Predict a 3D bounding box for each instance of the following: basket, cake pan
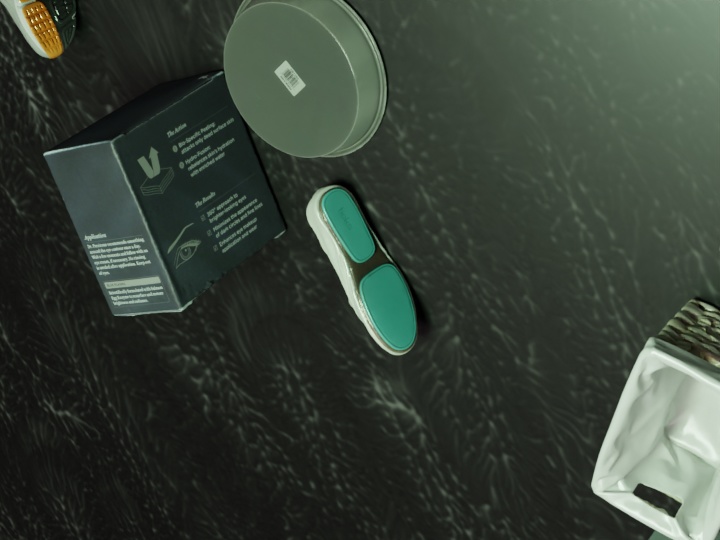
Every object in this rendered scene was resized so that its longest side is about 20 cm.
[{"bbox_3d":[0.328,0.147,1.628,0.135,0.123,0.201,29,131,19],"label":"basket"},{"bbox_3d":[-0.065,-0.206,1.763,0.199,0.037,0.202,18,126,27],"label":"cake pan"}]

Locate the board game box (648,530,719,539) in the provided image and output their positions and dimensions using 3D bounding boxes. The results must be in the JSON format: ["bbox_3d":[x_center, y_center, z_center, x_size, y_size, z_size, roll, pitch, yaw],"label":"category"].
[{"bbox_3d":[0.398,0.355,1.747,0.199,0.064,0.149,12,122,29],"label":"board game box"}]

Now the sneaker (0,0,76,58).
[{"bbox_3d":[-0.396,-0.333,1.916,0.092,0.075,0.201,-18,97,50],"label":"sneaker"}]

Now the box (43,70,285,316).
[{"bbox_3d":[-0.210,-0.085,1.835,0.117,0.197,0.201,-5,113,40],"label":"box"}]

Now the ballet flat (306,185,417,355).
[{"bbox_3d":[0.000,0.000,1.832,0.069,0.069,0.201,-22,98,43],"label":"ballet flat"}]
